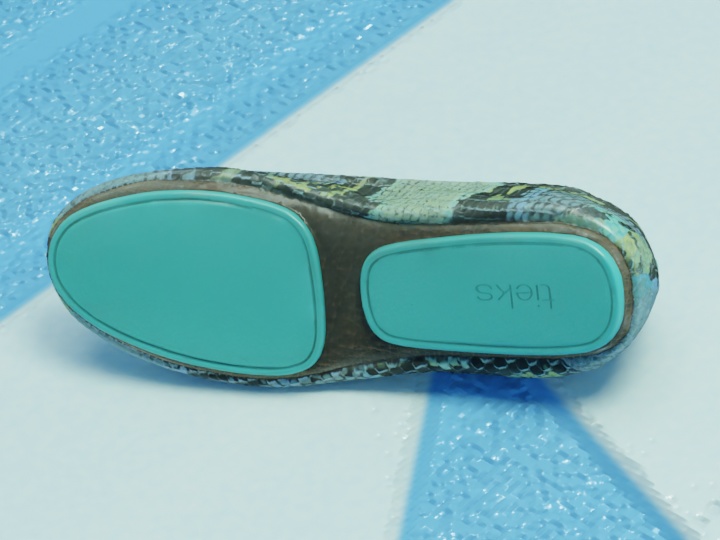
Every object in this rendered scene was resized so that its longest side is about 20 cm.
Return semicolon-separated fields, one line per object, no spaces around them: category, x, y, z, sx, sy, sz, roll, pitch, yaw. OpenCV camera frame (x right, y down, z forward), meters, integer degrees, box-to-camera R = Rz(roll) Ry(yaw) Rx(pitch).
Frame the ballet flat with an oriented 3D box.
ballet flat;0.000;0.000;0.930;0.199;0.075;0.074;7;42;18
